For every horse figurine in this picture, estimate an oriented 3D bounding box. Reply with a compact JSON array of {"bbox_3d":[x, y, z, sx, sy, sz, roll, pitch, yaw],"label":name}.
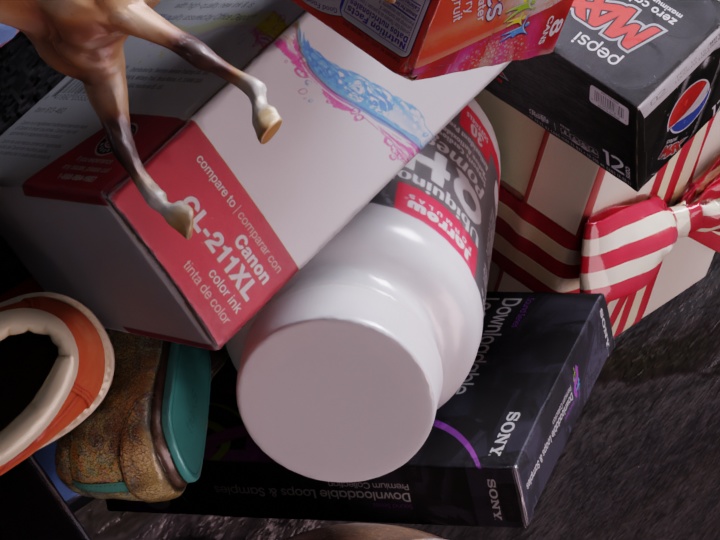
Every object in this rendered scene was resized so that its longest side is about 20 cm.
[{"bbox_3d":[-0.055,-0.108,0.931,0.200,0.132,0.050,-46,169,-14],"label":"horse figurine"}]

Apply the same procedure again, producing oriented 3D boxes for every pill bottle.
[{"bbox_3d":[0.000,0.000,1.200,0.200,0.110,0.111,-79,-173,-57],"label":"pill bottle"}]

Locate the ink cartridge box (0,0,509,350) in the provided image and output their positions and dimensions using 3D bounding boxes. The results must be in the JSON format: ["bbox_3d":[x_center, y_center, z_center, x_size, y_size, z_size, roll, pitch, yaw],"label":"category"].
[{"bbox_3d":[-0.044,-0.069,1.142,0.200,0.146,0.083,-44,114,-20],"label":"ink cartridge box"}]

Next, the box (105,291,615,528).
[{"bbox_3d":[-0.001,0.057,1.251,0.143,0.199,0.036,-58,144,-53],"label":"box"}]

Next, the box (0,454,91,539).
[{"bbox_3d":[-0.194,0.180,1.202,0.196,0.117,0.200,-35,152,-11],"label":"box"}]

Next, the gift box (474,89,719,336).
[{"bbox_3d":[0.096,-0.057,1.373,0.184,0.187,0.200,-33,147,-39],"label":"gift box"}]

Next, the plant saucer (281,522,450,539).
[{"bbox_3d":[-0.041,0.168,1.200,0.200,0.037,0.201,-28,153,-15],"label":"plant saucer"}]

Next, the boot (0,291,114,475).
[{"bbox_3d":[-0.186,0.073,1.073,0.200,0.075,0.107,-36,-178,-3],"label":"boot"}]

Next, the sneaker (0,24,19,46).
[{"bbox_3d":[-0.168,-0.084,0.985,0.075,0.090,0.200,-16,135,-52],"label":"sneaker"}]

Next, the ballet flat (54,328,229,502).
[{"bbox_3d":[-0.089,0.028,1.207,0.200,0.070,0.071,-76,-178,-53],"label":"ballet flat"}]

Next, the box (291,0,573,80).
[{"bbox_3d":[-0.009,-0.165,1.034,0.095,0.200,0.100,-14,134,-50],"label":"box"}]

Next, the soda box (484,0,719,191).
[{"bbox_3d":[0.065,-0.123,1.218,0.071,0.200,0.063,-44,154,-20],"label":"soda box"}]

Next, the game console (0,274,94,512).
[{"bbox_3d":[-0.154,0.074,1.281,0.200,0.031,0.177,-33,147,-38],"label":"game console"}]
